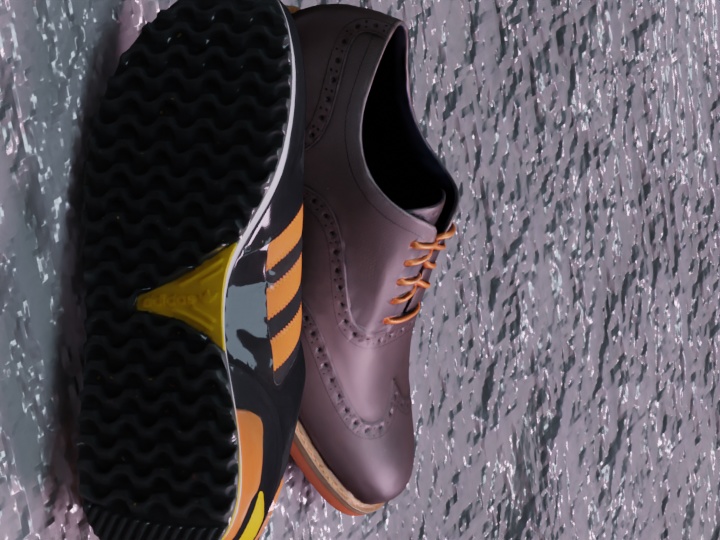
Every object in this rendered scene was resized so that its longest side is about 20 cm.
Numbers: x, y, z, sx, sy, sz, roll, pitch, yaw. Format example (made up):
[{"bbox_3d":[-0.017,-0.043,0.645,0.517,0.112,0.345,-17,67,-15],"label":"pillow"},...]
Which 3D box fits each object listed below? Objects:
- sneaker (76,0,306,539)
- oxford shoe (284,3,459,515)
[{"bbox_3d":[-0.052,0.004,0.896,0.090,0.069,0.202,37,58,-72],"label":"sneaker"},{"bbox_3d":[0.000,0.000,0.967,0.071,0.072,0.201,-41,126,-54],"label":"oxford shoe"}]
